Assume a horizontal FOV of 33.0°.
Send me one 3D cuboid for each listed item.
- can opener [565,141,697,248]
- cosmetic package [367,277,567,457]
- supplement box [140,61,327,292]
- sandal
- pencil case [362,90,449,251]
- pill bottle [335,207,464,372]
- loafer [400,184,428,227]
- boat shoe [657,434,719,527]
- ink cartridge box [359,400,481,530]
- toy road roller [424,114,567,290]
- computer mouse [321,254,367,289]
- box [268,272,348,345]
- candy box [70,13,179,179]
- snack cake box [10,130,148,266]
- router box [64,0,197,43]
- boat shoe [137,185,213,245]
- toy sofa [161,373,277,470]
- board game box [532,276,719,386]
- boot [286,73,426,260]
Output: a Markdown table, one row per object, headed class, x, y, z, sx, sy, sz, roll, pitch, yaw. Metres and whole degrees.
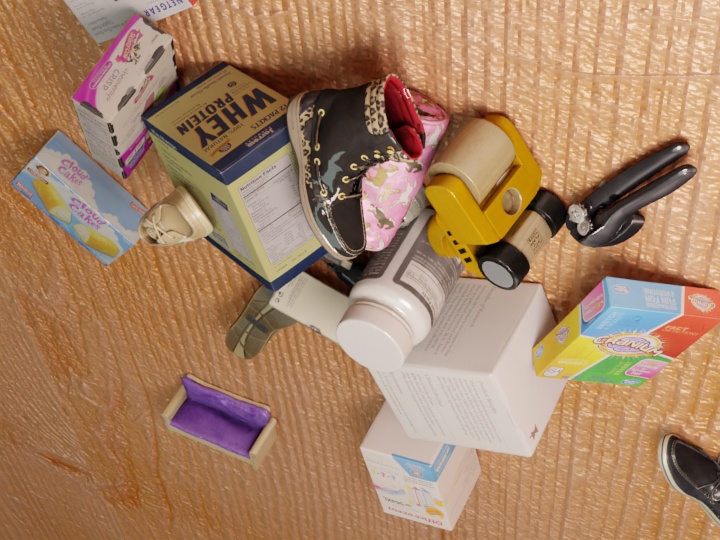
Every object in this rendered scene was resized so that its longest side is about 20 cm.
| class | x | y | z | sx | sy | sz | roll | pitch | yaw |
| --- | --- | --- | --- | --- | --- | --- | --- | --- | --- |
| can opener | 0.300 | -0.086 | 1.358 | 0.200 | 0.078 | 0.064 | -48 | 59 | 52 |
| cosmetic package | 0.148 | 0.125 | 1.626 | 0.199 | 0.167 | 0.168 | 4 | 137 | 36 |
| supplement box | -0.141 | -0.120 | 1.528 | 0.200 | 0.134 | 0.200 | 34 | 154 | 43 |
| sandal | -0.138 | 0.064 | 1.869 | 0.080 | 0.054 | 0.200 | 42 | 127 | -5 |
| pencil case | 0.032 | -0.116 | 1.444 | 0.086 | 0.083 | 0.200 | 27 | 123 | 5 |
| pill bottle | 0.054 | 0.024 | 1.547 | 0.113 | 0.200 | 0.113 | 21 | 144 | 16 |
| loafer | -0.003 | -0.081 | 1.579 | 0.199 | 0.070 | 0.070 | -7 | 129 | 43 |
| boat shoe | 0.474 | 0.285 | 1.650 | 0.200 | 0.075 | 0.062 | 42 | 139 | -22 |
| ink cartridge box | 0.101 | 0.307 | 1.921 | 0.128 | 0.125 | 0.200 | 11 | 139 | 28 |
| toy road roller | 0.134 | -0.078 | 1.437 | 0.146 | 0.123 | 0.200 | 7 | 140 | 49 |
| computer mouse | 0.000 | 0.000 | 1.672 | 0.200 | 0.046 | 0.140 | 37 | 172 | 4 |
| box | -0.030 | 0.070 | 1.760 | 0.199 | 0.069 | 0.082 | 30 | 176 | 3 |
| candy box | -0.292 | -0.215 | 1.539 | 0.061 | 0.137 | 0.200 | 32 | 163 | 4 |
| snack cake box | -0.430 | -0.109 | 1.885 | 0.200 | 0.067 | 0.115 | 43 | 145 | -15 |
| router box | -0.303 | -0.381 | 1.469 | 0.199 | 0.049 | 0.180 | -8 | 128 | 44 |
| boat shoe | -0.244 | -0.061 | 1.566 | 0.072 | 0.065 | 0.200 | 57 | 162 | -11 |
| toy sofa | -0.255 | 0.272 | 2.198 | 0.199 | 0.083 | 0.098 | 20 | 145 | 18 |
| board game box | 0.321 | 0.078 | 1.482 | 0.152 | 0.040 | 0.200 | 6 | 150 | -17 |
| boot | 0.003 | -0.118 | 1.366 | 0.150 | 0.073 | 0.201 | -11 | 93 | 41 |
